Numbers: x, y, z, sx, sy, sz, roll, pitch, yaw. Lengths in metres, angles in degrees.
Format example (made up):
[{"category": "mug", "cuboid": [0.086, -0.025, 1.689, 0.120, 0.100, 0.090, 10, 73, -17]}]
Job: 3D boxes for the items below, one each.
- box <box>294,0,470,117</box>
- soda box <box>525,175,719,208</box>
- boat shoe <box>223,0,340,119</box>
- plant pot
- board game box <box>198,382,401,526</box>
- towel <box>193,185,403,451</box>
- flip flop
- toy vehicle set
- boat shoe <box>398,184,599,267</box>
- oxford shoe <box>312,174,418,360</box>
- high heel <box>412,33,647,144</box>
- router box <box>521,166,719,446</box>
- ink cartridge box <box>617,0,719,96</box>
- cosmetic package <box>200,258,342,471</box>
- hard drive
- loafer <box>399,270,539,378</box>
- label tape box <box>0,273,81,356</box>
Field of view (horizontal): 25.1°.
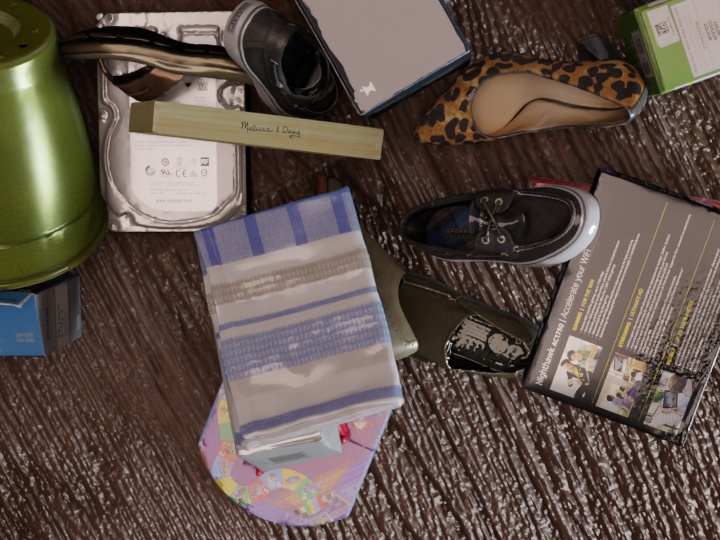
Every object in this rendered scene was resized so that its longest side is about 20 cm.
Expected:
[{"category": "box", "cuboid": [0.014, -0.219, 1.372, 0.107, 0.200, 0.149, -29, 93, 6]}, {"category": "soda box", "cuboid": [0.243, -0.039, 1.435, 0.199, 0.070, 0.064, 8, 98, 3]}, {"category": "boat shoe", "cuboid": [-0.054, -0.169, 1.380, 0.056, 0.200, 0.069, 27, 88, 23]}, {"category": "plant pot", "cuboid": [-0.317, -0.119, 1.365, 0.199, 0.201, 0.194, 6, 127, 3]}, {"category": "board game box", "cuboid": [-0.060, 0.139, 1.486, 0.157, 0.039, 0.201, 23, 95, 2]}, {"category": "towel", "cuboid": [-0.054, 0.039, 1.354, 0.146, 0.024, 0.201, -15, 74, 3]}, {"category": "flip flop", "cuboid": [-0.176, -0.175, 1.421, 0.199, 0.081, 0.058, 9, 109, -2]}, {"category": "toy vehicle set", "cuboid": [-0.092, -0.121, 1.392, 0.199, 0.124, 0.027, 5, 93, -19]}, {"category": "boat shoe", "cuboid": [0.112, -0.041, 1.391, 0.199, 0.066, 0.070, 2, 85, 48]}, {"category": "oxford shoe", "cuboid": [0.000, 0.000, 1.432, 0.074, 0.071, 0.201, -6, 60, -12]}, {"category": "high heel", "cuboid": [0.145, -0.137, 1.395, 0.199, 0.143, 0.072, -24, 119, 4]}, {"category": "router box", "cuboid": [0.240, 0.030, 1.383, 0.148, 0.051, 0.201, 20, 99, 2]}, {"category": "ink cartridge box", "cuboid": [0.330, -0.217, 1.375, 0.199, 0.148, 0.076, -19, 94, 5]}, {"category": "cosmetic package", "cuboid": [-0.079, 0.066, 1.420, 0.081, 0.113, 0.201, -12, 76, 5]}, {"category": "hard drive", "cuboid": [-0.170, -0.135, 1.473, 0.139, 0.038, 0.201, 1, 94, 4]}, {"category": "loafer", "cuboid": [0.074, 0.049, 1.455, 0.199, 0.070, 0.076, 14, 96, 3]}, {"category": "label tape box", "cuboid": [-0.337, 0.042, 1.417, 0.142, 0.200, 0.067, 0, 97, 4]}]
